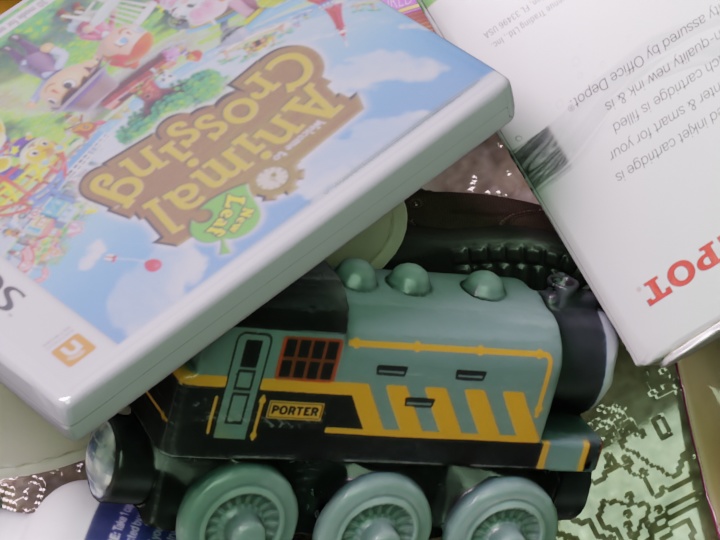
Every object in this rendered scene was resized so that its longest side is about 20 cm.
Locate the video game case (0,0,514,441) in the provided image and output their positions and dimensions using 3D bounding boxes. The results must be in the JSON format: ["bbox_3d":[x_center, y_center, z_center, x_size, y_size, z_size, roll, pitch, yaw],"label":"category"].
[{"bbox_3d":[-0.078,-0.045,1.038,0.200,0.022,0.182,-36,48,-23],"label":"video game case"}]

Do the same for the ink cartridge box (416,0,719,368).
[{"bbox_3d":[0.118,-0.083,1.087,0.146,0.084,0.201,-32,81,13],"label":"ink cartridge box"}]

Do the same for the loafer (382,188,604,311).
[{"bbox_3d":[0.000,0.000,1.161,0.199,0.071,0.073,8,113,9],"label":"loafer"}]

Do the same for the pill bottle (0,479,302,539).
[{"bbox_3d":[-0.081,0.144,1.098,0.199,0.120,0.120,17,80,2],"label":"pill bottle"}]

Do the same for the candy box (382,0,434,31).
[{"bbox_3d":[0.021,-0.132,1.183,0.199,0.056,0.117,-5,79,-3],"label":"candy box"}]

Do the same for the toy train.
[{"bbox_3d":[0.001,0.049,1.065,0.199,0.085,0.115,5,114,-25],"label":"toy train"}]

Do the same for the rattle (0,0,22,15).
[{"bbox_3d":[-0.146,-0.167,1.202,0.130,0.143,0.200,-36,46,-1],"label":"rattle"}]

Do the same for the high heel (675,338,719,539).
[{"bbox_3d":[0.124,0.030,1.146,0.200,0.067,0.096,46,71,3],"label":"high heel"}]

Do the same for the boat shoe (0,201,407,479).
[{"bbox_3d":[-0.080,0.007,1.089,0.199,0.072,0.060,-31,43,2],"label":"boat shoe"}]
